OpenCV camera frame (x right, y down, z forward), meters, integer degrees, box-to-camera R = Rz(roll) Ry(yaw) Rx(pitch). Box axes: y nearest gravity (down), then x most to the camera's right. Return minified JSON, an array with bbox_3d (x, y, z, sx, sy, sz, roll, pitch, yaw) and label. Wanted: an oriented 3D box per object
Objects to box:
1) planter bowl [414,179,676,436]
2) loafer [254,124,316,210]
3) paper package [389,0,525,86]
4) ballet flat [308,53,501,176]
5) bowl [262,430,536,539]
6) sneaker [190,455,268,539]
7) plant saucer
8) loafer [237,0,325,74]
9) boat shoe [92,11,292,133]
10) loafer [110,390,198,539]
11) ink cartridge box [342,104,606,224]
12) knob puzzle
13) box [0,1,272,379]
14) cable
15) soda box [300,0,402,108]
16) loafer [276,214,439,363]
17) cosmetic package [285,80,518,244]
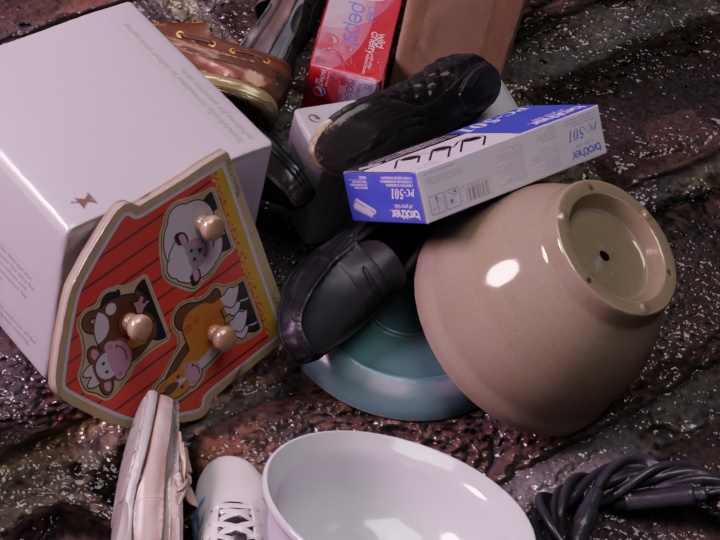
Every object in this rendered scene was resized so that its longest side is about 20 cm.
[{"bbox_3d":[0.162,0.012,1.539,0.200,0.135,0.201,20,52,-27],"label":"planter bowl"},{"bbox_3d":[-0.118,-0.087,1.637,0.200,0.073,0.072,27,65,42],"label":"loafer"},{"bbox_3d":[0.100,-0.274,1.799,0.103,0.191,0.200,11,45,-1],"label":"paper package"},{"bbox_3d":[0.034,-0.124,1.610,0.200,0.067,0.057,-27,22,-34],"label":"ballet flat"},{"bbox_3d":[0.016,0.202,1.378,0.200,0.091,0.201,15,24,-7],"label":"bowl"},{"bbox_3d":[-0.084,0.207,1.381,0.072,0.073,0.200,3,46,-10],"label":"sneaker"},{"bbox_3d":[0.033,0.037,1.604,0.199,0.027,0.201,8,46,-8],"label":"plant saucer"},{"bbox_3d":[-0.078,-0.231,1.799,0.063,0.072,0.200,14,47,7],"label":"loafer"},{"bbox_3d":[-0.153,-0.182,1.716,0.200,0.072,0.068,22,62,11],"label":"boat shoe"},{"bbox_3d":[-0.145,0.181,1.395,0.063,0.072,0.201,16,53,-11],"label":"loafer"},{"bbox_3d":[0.093,-0.086,1.566,0.200,0.044,0.094,-21,16,-35],"label":"ink cartridge box"},{"bbox_3d":[-0.143,0.035,1.445,0.219,0.220,0.030,-26,33,-33],"label":"knob puzzle"},{"bbox_3d":[-0.213,-0.067,1.533,0.200,0.172,0.199,-26,58,-33],"label":"box"},{"bbox_3d":[0.223,0.209,1.483,0.199,0.051,0.163,-18,50,-26],"label":"cable"},{"bbox_3d":[-0.003,-0.220,1.811,0.070,0.064,0.200,14,45,-2],"label":"soda box"},{"bbox_3d":[0.000,0.000,1.552,0.070,0.068,0.201,-11,27,39],"label":"loafer"},{"bbox_3d":[0.037,-0.094,1.677,0.199,0.102,0.074,-11,52,-22],"label":"cosmetic package"}]
